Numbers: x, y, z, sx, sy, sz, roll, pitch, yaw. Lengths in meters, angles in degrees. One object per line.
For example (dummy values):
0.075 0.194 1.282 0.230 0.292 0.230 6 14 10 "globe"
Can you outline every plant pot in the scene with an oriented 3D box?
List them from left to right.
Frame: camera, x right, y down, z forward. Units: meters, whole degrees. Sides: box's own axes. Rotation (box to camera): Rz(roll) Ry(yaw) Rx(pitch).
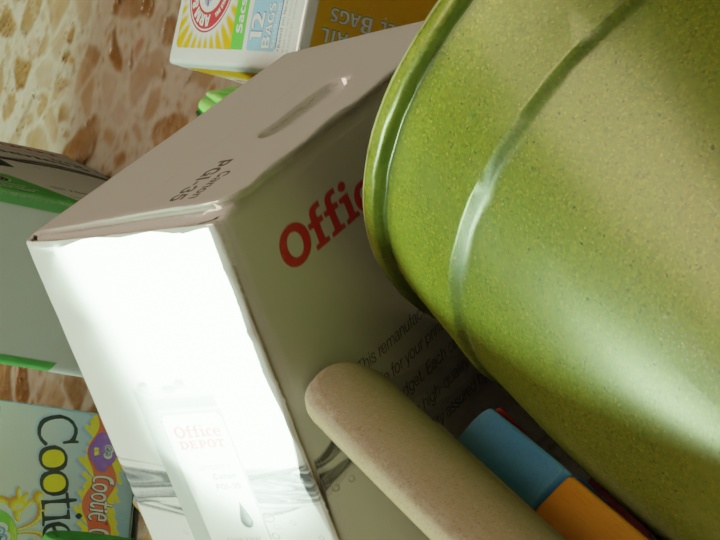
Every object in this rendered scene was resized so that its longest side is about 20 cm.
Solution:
0.132 0.011 0.558 0.201 0.200 0.193 -57 50 31 "plant pot"

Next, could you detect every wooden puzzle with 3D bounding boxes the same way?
0.090 0.107 0.576 0.037 0.200 0.185 -49 35 -1 "wooden puzzle"

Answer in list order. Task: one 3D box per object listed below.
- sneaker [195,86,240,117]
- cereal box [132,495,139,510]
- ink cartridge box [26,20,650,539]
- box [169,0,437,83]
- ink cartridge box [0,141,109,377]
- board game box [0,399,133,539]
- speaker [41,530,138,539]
0.000 0.000 0.804 0.200 0.077 0.084 44 116 29 "sneaker"
-0.026 0.041 0.918 0.144 0.039 0.201 37 112 54 "cereal box"
0.002 0.041 0.680 0.082 0.146 0.201 -5 114 38 "ink cartridge box"
0.008 -0.166 0.872 0.112 0.101 0.201 10 89 58 "box"
-0.184 -0.014 1.090 0.200 0.145 0.084 25 102 57 "ink cartridge box"
-0.206 0.124 1.122 0.200 0.103 0.105 -10 72 57 "board game box"
-0.124 0.223 0.978 0.088 0.088 0.201 7 86 58 "speaker"
